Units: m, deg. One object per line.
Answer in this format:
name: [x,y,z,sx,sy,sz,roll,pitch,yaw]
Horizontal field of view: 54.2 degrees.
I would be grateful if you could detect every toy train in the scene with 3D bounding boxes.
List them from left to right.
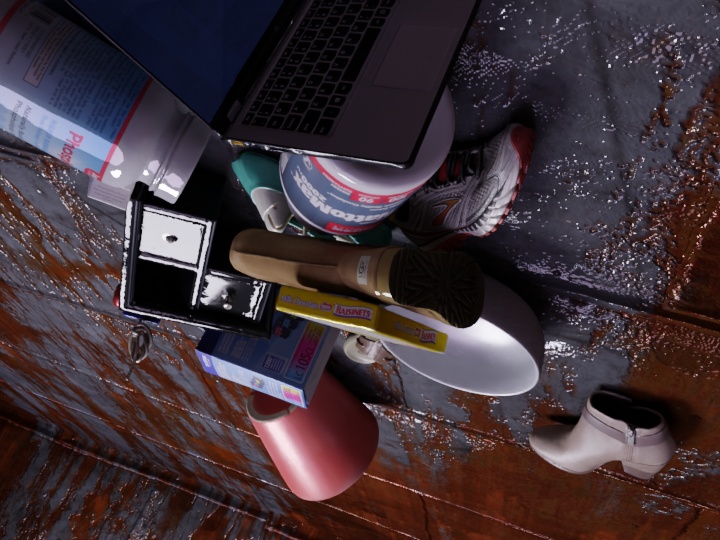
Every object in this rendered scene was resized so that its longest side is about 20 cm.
toy train: [-0.298,0.051,0.987,0.083,0.204,0.116,15,169,-11]

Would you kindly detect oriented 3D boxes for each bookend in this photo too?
bookend: [-0.181,-0.025,0.856,0.196,0.093,0.200,13,137,-12]

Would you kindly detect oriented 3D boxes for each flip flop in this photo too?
flip flop: [0.021,0.103,0.982,0.080,0.058,0.200,29,151,-9]

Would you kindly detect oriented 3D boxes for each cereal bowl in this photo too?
cereal bowl: [0.118,0.059,0.808,0.196,0.084,0.201,19,150,11]

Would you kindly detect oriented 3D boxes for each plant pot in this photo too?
plant pot: [-0.091,0.254,1.199,0.198,0.202,0.179,-3,133,40]

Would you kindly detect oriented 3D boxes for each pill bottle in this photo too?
pill bottle: [-0.236,-0.144,0.623,0.198,0.110,0.108,29,151,-18]
pill bottle: [-0.007,-0.097,0.599,0.118,0.121,0.200,28,164,-7]

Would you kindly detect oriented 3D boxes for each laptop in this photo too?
laptop: [-0.039,-0.181,0.423,0.196,0.190,0.117,12,150,22]

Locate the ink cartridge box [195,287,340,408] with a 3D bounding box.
ink cartridge box: [-0.143,0.095,1.012,0.196,0.138,0.077,17,149,13]

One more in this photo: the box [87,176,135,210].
box: [-0.271,-0.107,0.766,0.041,0.039,0.200,20,-172,-23]

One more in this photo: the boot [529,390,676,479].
boot: [0.316,0.212,0.940,0.196,0.071,0.148,7,140,28]

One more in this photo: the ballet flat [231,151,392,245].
ballet flat: [-0.060,-0.059,0.763,0.197,0.071,0.068,26,152,-3]

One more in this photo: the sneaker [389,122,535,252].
sneaker: [0.082,-0.071,0.628,0.081,0.079,0.200,31,150,-11]

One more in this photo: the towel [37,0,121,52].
towel: [-0.273,-0.224,0.678,0.197,0.049,0.112,-3,145,39]

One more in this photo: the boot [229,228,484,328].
boot: [0.000,0.000,0.679,0.197,0.068,0.174,8,171,42]

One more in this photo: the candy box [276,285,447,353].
candy box: [0.010,0.051,0.686,0.100,0.027,0.199,8,172,25]
